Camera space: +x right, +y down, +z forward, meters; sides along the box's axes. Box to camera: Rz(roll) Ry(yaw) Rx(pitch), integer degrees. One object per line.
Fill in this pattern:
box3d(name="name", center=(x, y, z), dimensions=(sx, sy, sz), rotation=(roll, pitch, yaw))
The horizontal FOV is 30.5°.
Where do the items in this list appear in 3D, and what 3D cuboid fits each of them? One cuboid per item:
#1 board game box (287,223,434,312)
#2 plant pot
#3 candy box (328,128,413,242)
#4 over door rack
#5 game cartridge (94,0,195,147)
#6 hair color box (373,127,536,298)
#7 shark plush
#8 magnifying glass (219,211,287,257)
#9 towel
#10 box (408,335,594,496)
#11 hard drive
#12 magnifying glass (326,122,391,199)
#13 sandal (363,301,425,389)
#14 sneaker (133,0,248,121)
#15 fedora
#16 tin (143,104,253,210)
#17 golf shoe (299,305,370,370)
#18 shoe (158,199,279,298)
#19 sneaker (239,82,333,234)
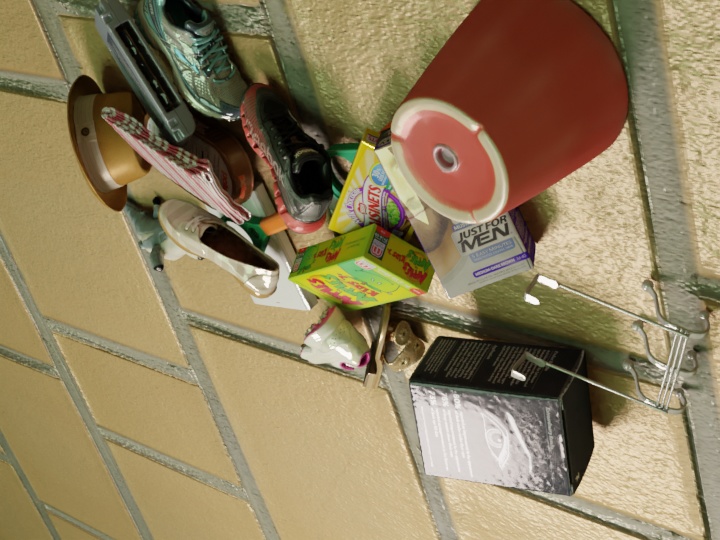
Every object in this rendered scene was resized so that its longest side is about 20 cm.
box3d(name="board game box", center=(0.000, 0.000, 1.683), dimensions=(0.101, 0.048, 0.200), rotation=(28, 158, -23))
box3d(name="plant pot", center=(0.135, -0.152, 1.300), dimensions=(0.200, 0.177, 0.201), rotation=(31, 144, 26))
box3d(name="candy box", center=(0.029, -0.090, 1.582), dimensions=(0.102, 0.027, 0.200), rotation=(23, 149, -1))
box3d(name="over door rack", center=(0.275, 0.074, 1.458), dimensions=(0.198, 0.067, 0.148), rotation=(13, 138, 12))
box3d(name="game cartridge", center=(-0.279, -0.253, 1.714), dimensions=(0.201, 0.041, 0.133), rotation=(58, 173, -5))
box3d(name="hair color box", center=(0.108, -0.079, 1.471), dimensions=(0.109, 0.065, 0.201), rotation=(-21, 110, 20))
box3d(name="shark plush", center=(-0.303, -0.074, 2.026), dimensions=(0.200, 0.090, 0.084), rotation=(40, 132, 51))
box3d(name="magnifying glass", center=(-0.138, -0.056, 1.814), dimensions=(0.080, 0.022, 0.200), rotation=(55, 148, -11))
box3d(name="towel", center=(-0.241, -0.141, 1.739), dimensions=(0.199, 0.030, 0.146), rotation=(33, 170, 30))
box3d(name="box", center=(0.174, 0.174, 1.603), dimensions=(0.198, 0.104, 0.149), rotation=(5, 122, 25))
box3d(name="hard drive", center=(-0.147, -0.036, 1.885), dimensions=(0.131, 0.026, 0.201), rotation=(5, 129, 46))
box3d(name="magnifying glass", center=(0.008, -0.136, 1.594), dimensions=(0.080, 0.022, 0.200), rotation=(50, 146, -3))
box3d(name="sandal", center=(0.052, 0.103, 1.783), dimensions=(0.069, 0.078, 0.212), rotation=(11, 150, -2))
box3d(name="sneaker", center=(-0.205, -0.276, 1.658), dimensions=(0.200, 0.078, 0.086), rotation=(48, 144, -1))
box3d(name="fedora", center=(-0.346, -0.187, 1.874), dimensions=(0.081, 0.201, 0.202), rotation=(-14, 121, 10))
box3d(name="tin", center=(-0.226, -0.157, 1.816), dimensions=(0.199, 0.042, 0.113), rotation=(33, 139, 30))
box3d(name="golf shoe", center=(-0.033, 0.109, 1.824), dimensions=(0.091, 0.075, 0.200), rotation=(39, 171, 4))
box3d(name="shoe", center=(-0.191, -0.041, 1.813), dimensions=(0.199, 0.070, 0.053), rotation=(35, 146, 6))
box3d(name="sneaker", center=(-0.086, -0.149, 1.623), dimensions=(0.202, 0.070, 0.098), rotation=(67, 153, 9))
